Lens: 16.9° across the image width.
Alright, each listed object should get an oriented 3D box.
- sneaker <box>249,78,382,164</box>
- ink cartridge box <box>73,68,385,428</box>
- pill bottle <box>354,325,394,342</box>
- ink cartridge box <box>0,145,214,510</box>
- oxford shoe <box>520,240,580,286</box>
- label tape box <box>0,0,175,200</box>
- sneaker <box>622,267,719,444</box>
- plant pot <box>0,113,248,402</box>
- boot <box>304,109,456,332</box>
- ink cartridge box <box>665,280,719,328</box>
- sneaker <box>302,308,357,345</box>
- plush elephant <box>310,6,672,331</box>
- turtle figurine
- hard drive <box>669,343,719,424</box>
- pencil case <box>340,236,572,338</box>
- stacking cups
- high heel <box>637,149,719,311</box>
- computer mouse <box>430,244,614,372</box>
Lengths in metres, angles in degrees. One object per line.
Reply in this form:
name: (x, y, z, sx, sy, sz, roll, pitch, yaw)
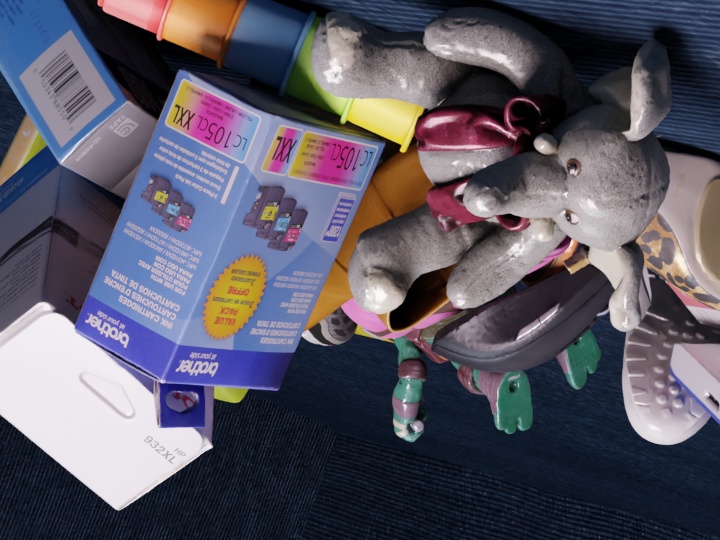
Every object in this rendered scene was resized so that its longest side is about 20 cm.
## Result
sneaker: (-0.019, -0.090, 1.595, 0.115, 0.075, 0.200, 13, 180, 0)
ink cartridge box: (-0.081, -0.007, 1.421, 0.076, 0.200, 0.136, 30, -169, 28)
pill bottle: (-0.009, -0.008, 1.909, 0.200, 0.113, 0.112, 11, 168, 45)
ink cartridge box: (-0.167, 0.029, 1.517, 0.145, 0.084, 0.200, 43, -157, -26)
oxford shoe: (0.100, -0.032, 1.655, 0.073, 0.071, 0.200, 26, 171, -14)
label tape box: (-0.148, -0.104, 1.571, 0.200, 0.066, 0.143, 28, -158, -56)
sneaker: (0.208, 0.064, 1.628, 0.076, 0.081, 0.200, 18, -147, 1)
plant pot: (-0.164, -0.041, 1.812, 0.200, 0.199, 0.181, 15, 164, 32)
boot: (0.001, 0.000, 1.520, 0.071, 0.201, 0.144, 27, -156, -28)
ink cartridge box: (0.301, 0.017, 1.496, 0.200, 0.068, 0.116, 16, 172, 23)
sneaker: (-0.009, -0.020, 1.758, 0.087, 0.074, 0.200, 8, 130, 15)
plush elephant: (0.090, -0.052, 1.253, 0.200, 0.165, 0.155, -7, -165, -18)
turtle figurine: (0.067, 0.051, 1.723, 0.200, 0.150, 0.101, 19, 154, 51)
hard drive: (0.312, 0.082, 1.523, 0.200, 0.025, 0.132, 3, -161, -18)
pencil case: (0.058, -0.024, 1.598, 0.091, 0.094, 0.200, 22, 153, -28)
stacking cups: (-0.052, -0.137, 1.407, 0.200, 0.061, 0.061, 25, 172, 0)
high heel: (0.160, -0.033, 1.452, 0.200, 0.071, 0.142, 42, 157, -22)
computer mouse: (0.137, 0.021, 1.565, 0.200, 0.046, 0.140, -25, 168, 7)
